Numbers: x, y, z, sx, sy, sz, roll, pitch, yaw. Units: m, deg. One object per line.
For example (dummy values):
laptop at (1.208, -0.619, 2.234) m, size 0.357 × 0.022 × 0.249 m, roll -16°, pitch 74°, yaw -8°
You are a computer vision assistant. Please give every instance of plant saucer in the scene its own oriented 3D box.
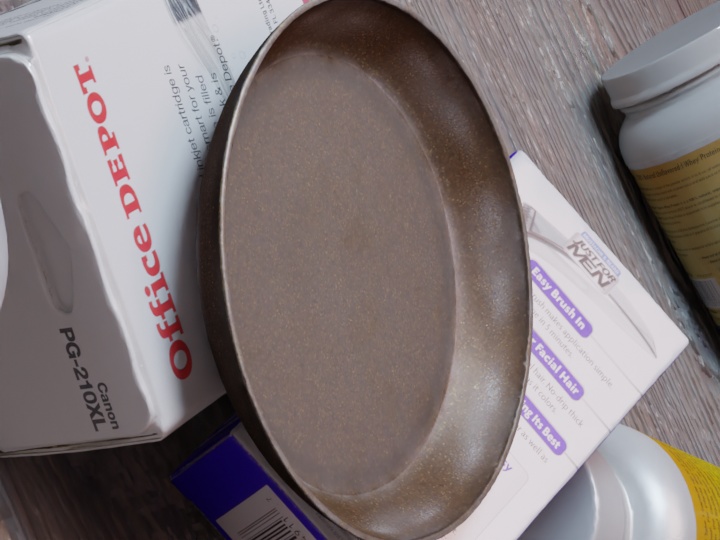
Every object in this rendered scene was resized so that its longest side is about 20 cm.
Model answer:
plant saucer at (0.000, 0.000, 0.887) m, size 0.200 × 0.032 × 0.201 m, roll 13°, pitch 74°, yaw -53°

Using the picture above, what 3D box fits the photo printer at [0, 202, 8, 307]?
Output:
photo printer at (-0.151, -0.047, 0.659) m, size 0.166 × 0.069 × 0.200 m, roll -57°, pitch 139°, yaw -78°

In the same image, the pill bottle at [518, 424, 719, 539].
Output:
pill bottle at (0.119, 0.131, 1.125) m, size 0.200 × 0.113 × 0.113 m, roll 24°, pitch 46°, yaw -52°

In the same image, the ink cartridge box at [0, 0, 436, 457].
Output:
ink cartridge box at (-0.070, -0.038, 0.896) m, size 0.200 × 0.084 × 0.145 m, roll -36°, pitch 112°, yaw -53°

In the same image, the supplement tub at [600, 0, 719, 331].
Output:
supplement tub at (0.247, -0.060, 1.493) m, size 0.200 × 0.145 × 0.145 m, roll 60°, pitch 26°, yaw -8°

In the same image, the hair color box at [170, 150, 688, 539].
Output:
hair color box at (0.031, 0.054, 0.981) m, size 0.109 × 0.065 × 0.200 m, roll 49°, pitch 55°, yaw -3°
